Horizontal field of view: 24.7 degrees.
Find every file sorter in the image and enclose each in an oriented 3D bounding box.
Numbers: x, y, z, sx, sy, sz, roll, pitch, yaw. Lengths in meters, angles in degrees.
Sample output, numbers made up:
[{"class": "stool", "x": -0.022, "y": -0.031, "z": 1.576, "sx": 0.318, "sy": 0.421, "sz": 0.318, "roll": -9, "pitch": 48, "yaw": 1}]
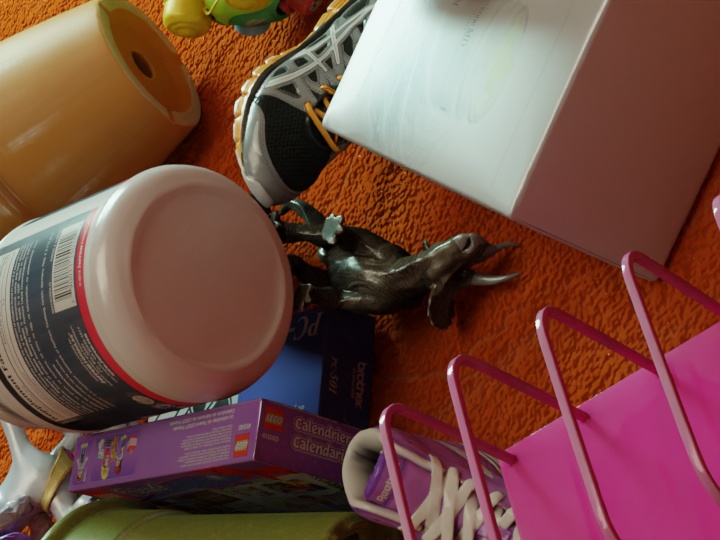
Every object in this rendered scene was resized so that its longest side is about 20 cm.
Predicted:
[{"class": "file sorter", "x": 0.123, "y": 0.080, "z": 0.717, "sx": 0.200, "sy": 0.125, "sz": 0.139, "roll": -35, "pitch": 49, "yaw": 26}]

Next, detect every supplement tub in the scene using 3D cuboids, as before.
[{"class": "supplement tub", "x": -0.150, "y": 0.024, "z": 1.008, "sx": 0.200, "sy": 0.140, "sz": 0.140, "roll": -17, "pitch": 60, "yaw": 47}]

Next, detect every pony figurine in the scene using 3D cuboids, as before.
[{"class": "pony figurine", "x": -0.268, "y": 0.184, "z": 1.233, "sx": 0.193, "sy": 0.167, "sz": 0.200, "roll": -43, "pitch": 59, "yaw": -4}]

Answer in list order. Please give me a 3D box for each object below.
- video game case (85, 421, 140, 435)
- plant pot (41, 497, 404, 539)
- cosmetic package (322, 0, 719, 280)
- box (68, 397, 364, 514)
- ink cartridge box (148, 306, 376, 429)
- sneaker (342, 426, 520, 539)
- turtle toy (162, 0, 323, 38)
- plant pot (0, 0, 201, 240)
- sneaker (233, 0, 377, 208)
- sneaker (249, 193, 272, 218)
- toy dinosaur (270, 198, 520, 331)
[{"class": "video game case", "x": -0.253, "y": 0.055, "z": 1.269, "sx": 0.023, "sy": 0.182, "sz": 0.200, "roll": -42, "pitch": 30, "yaw": -21}, {"class": "plant pot", "x": -0.063, "y": 0.215, "z": 0.946, "sx": 0.190, "sy": 0.200, "sz": 0.200, "roll": -16, "pitch": 60, "yaw": 33}, {"class": "cosmetic package", "x": 0.108, "y": -0.128, "z": 0.925, "sx": 0.200, "sy": 0.123, "sz": 0.199, "roll": 30, "pitch": 97, "yaw": 53}, {"class": "box", "x": -0.069, "y": 0.124, "z": 1.015, "sx": 0.200, "sy": 0.137, "sz": 0.039, "roll": -16, "pitch": 61, "yaw": 48}, {"class": "ink cartridge box", "x": -0.072, "y": 0.088, "z": 1.116, "sx": 0.200, "sy": 0.044, "sz": 0.094, "roll": -16, "pitch": 63, "yaw": 48}, {"class": "sneaker", "x": 0.061, "y": 0.137, "z": 0.861, "sx": 0.200, "sy": 0.114, "sz": 0.073, "roll": 21, "pitch": 88, "yaw": 53}, {"class": "turtle toy", "x": -0.059, "y": -0.243, "z": 1.215, "sx": 0.200, "sy": 0.101, "sz": 0.146, "roll": -12, "pitch": 64, "yaw": 49}, {"class": "plant pot", "x": -0.237, "y": -0.121, "z": 1.329, "sx": 0.183, "sy": 0.200, "sz": 0.200, "roll": -33, "pitch": 47, "yaw": 18}, {"class": "sneaker", "x": -0.012, "y": -0.120, "z": 1.075, "sx": 0.077, "sy": 0.078, "sz": 0.200, "roll": 2, "pitch": 48, "yaw": 41}, {"class": "sneaker", "x": -0.093, "y": -0.029, "z": 1.126, "sx": 0.200, "sy": 0.070, "sz": 0.078, "roll": 124, "pitch": 164, "yaw": -71}, {"class": "toy dinosaur", "x": 0.000, "y": 0.000, "z": 1.034, "sx": 0.200, "sy": 0.102, "sz": 0.077, "roll": 8, "pitch": 80, "yaw": 60}]
